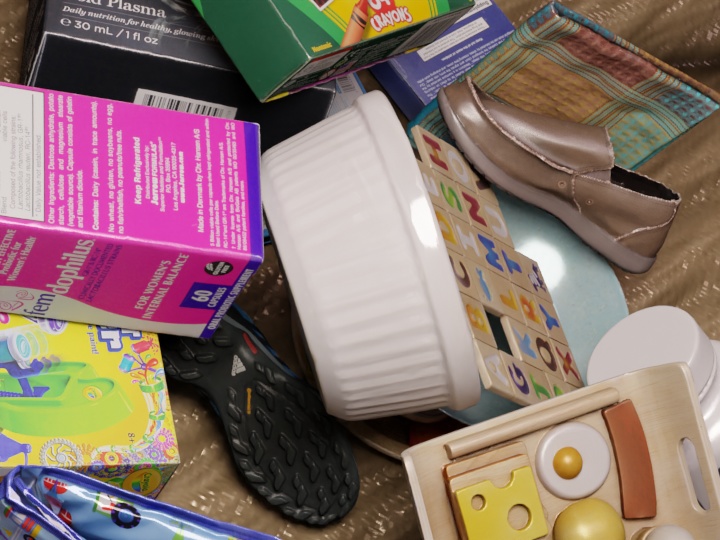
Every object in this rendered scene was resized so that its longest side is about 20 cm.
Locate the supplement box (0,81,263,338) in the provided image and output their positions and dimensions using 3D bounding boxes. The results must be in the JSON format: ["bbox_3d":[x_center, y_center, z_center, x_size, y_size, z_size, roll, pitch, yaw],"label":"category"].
[{"bbox_3d":[-0.167,-0.037,1.415,0.199,0.101,0.104,9,57,-20],"label":"supplement box"}]

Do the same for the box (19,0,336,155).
[{"bbox_3d":[-0.125,-0.170,1.637,0.199,0.124,0.197,10,47,-13],"label":"box"}]

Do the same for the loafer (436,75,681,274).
[{"bbox_3d":[0.137,-0.078,1.628,0.200,0.071,0.073,33,20,-23],"label":"loafer"}]

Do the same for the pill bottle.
[{"bbox_3d":[0.232,0.116,1.587,0.200,0.111,0.111,50,43,-35],"label":"pill bottle"}]

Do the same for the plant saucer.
[{"bbox_3d":[0.085,0.030,1.617,0.200,0.039,0.202,12,56,-18],"label":"plant saucer"}]

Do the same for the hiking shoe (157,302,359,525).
[{"bbox_3d":[-0.066,0.074,1.558,0.200,0.074,0.087,51,14,-9],"label":"hiking shoe"}]

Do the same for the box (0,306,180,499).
[{"bbox_3d":[-0.232,0.057,1.467,0.192,0.122,0.201,0,60,-25],"label":"box"}]

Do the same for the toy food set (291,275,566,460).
[{"bbox_3d":[0.048,0.049,1.643,0.199,0.049,0.199,22,53,-11],"label":"toy food set"}]

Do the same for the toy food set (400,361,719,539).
[{"bbox_3d":[0.128,0.152,1.450,0.199,0.060,0.144,-17,93,-22],"label":"toy food set"}]

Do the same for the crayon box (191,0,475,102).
[{"bbox_3d":[-0.039,-0.212,1.561,0.200,0.058,0.173,-25,80,-53],"label":"crayon box"}]

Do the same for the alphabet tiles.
[{"bbox_3d":[0.088,0.004,1.543,0.167,0.008,0.201,25,41,-57],"label":"alphabet tiles"}]

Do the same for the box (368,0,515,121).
[{"bbox_3d":[0.062,-0.166,1.795,0.121,0.032,0.200,-30,76,-35],"label":"box"}]

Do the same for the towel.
[{"bbox_3d":[0.136,-0.105,1.653,0.146,0.200,0.022,26,58,-18],"label":"towel"}]

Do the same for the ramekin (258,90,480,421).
[{"bbox_3d":[0.000,0.000,1.470,0.094,0.203,0.203,-18,66,-3],"label":"ramekin"}]

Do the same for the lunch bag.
[{"bbox_3d":[-0.150,0.186,1.402,0.199,0.151,0.094,28,53,-6],"label":"lunch bag"}]

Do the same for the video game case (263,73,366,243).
[{"bbox_3d":[-0.072,-0.087,1.695,0.199,0.018,0.144,-15,67,-31],"label":"video game case"}]
